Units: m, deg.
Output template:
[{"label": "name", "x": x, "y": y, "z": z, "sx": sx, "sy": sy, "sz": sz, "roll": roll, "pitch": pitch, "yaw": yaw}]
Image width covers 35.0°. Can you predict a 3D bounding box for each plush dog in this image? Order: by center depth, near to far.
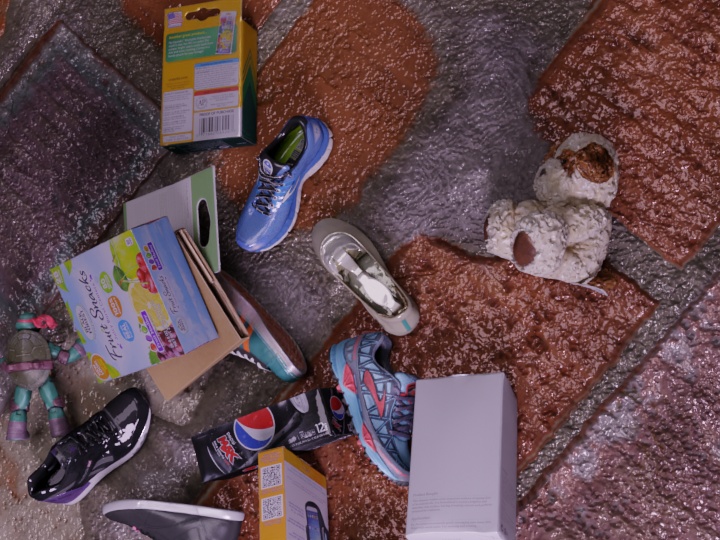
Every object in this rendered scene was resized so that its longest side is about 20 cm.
[{"label": "plush dog", "x": 0.248, "y": -0.076, "z": 1.327, "sx": 0.160, "sy": 0.200, "sz": 0.172, "roll": 16, "pitch": 97, "yaw": -10}]

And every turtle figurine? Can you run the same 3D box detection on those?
[{"label": "turtle figurine", "x": -0.449, "y": 0.132, "z": 1.586, "sx": 0.149, "sy": 0.101, "sz": 0.200, "roll": -5, "pitch": 84, "yaw": 20}]

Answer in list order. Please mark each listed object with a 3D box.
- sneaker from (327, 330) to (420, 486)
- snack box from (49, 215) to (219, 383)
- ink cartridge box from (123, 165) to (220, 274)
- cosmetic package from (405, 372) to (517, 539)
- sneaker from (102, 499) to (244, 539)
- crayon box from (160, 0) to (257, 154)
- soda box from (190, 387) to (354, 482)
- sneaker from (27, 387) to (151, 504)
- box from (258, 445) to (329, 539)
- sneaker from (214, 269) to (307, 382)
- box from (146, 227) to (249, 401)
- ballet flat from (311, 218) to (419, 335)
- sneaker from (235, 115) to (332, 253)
[{"label": "sneaker", "x": 0.033, "y": 0.163, "z": 1.399, "sx": 0.095, "sy": 0.079, "sz": 0.200, "roll": -28, "pitch": 72, "yaw": 12}, {"label": "snack box", "x": -0.292, "y": 0.041, "z": 1.461, "sx": 0.200, "sy": 0.068, "sz": 0.169, "roll": -21, "pitch": 94, "yaw": 45}, {"label": "ink cartridge box", "x": -0.239, "y": -0.043, "z": 1.522, "sx": 0.200, "sy": 0.048, "sz": 0.146, "roll": -16, "pitch": 74, "yaw": 39}, {"label": "cosmetic package", "x": 0.120, "y": 0.224, "z": 1.318, "sx": 0.113, "sy": 0.081, "sz": 0.200, "roll": -5, "pitch": 55, "yaw": 21}, {"label": "sneaker", "x": -0.251, "y": 0.351, "z": 1.478, "sx": 0.200, "sy": 0.071, "sz": 0.099, "roll": 2, "pitch": 76, "yaw": 17}, {"label": "crayon box", "x": -0.209, "y": -0.268, "z": 1.585, "sx": 0.125, "sy": 0.052, "sz": 0.200, "roll": -4, "pitch": 80, "yaw": 21}, {"label": "soda box", "x": -0.111, "y": 0.208, "z": 1.440, "sx": 0.200, "sy": 0.071, "sz": 0.063, "roll": -23, "pitch": 75, "yaw": 22}, {"label": "sneaker", "x": -0.364, "y": 0.240, "z": 1.534, "sx": 0.076, "sy": 0.088, "sz": 0.200, "roll": 44, "pitch": 97, "yaw": 22}, {"label": "box", "x": -0.077, "y": 0.324, "z": 1.360, "sx": 0.041, "sy": 0.119, "sz": 0.200, "roll": -15, "pitch": 56, "yaw": 20}, {"label": "sneaker", "x": -0.149, "y": 0.088, "z": 1.491, "sx": 0.080, "sy": 0.071, "sz": 0.200, "roll": -49, "pitch": 60, "yaw": 8}, {"label": "box", "x": -0.241, "y": 0.062, "z": 1.487, "sx": 0.200, "sy": 0.021, "sz": 0.164, "roll": -39, "pitch": 81, "yaw": 41}, {"label": "ballet flat", "x": 0.000, "y": 0.000, "z": 1.448, "sx": 0.069, "sy": 0.069, "sz": 0.200, "roll": -48, "pitch": 68, "yaw": 7}, {"label": "sneaker", "x": -0.115, "y": -0.118, "z": 1.500, "sx": 0.078, "sy": 0.089, "sz": 0.200, "roll": 27, "pitch": 91, "yaw": 24}]
